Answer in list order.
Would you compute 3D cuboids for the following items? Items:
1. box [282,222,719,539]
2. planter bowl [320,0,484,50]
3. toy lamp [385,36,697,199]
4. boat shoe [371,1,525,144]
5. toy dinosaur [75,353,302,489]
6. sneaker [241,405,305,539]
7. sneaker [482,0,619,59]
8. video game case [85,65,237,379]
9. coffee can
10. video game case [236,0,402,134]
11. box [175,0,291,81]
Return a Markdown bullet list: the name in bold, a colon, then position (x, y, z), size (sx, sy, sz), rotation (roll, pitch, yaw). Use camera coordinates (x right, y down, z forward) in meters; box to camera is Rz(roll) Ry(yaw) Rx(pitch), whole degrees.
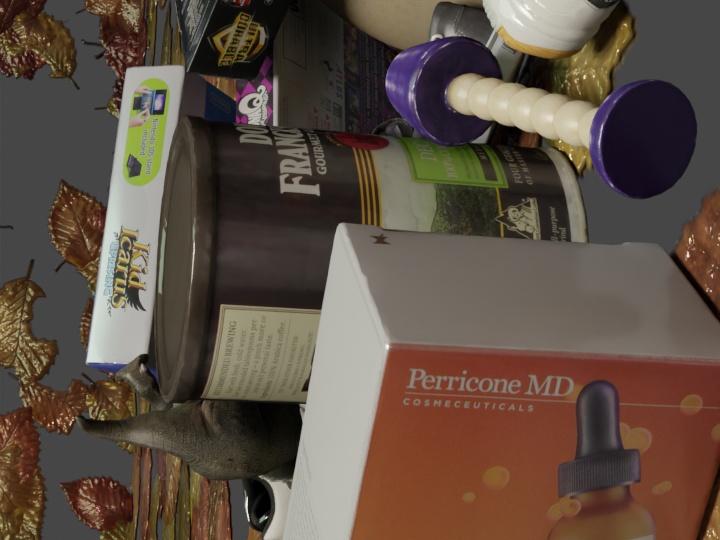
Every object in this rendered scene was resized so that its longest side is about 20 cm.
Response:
- **box**: position (0.055, 0.094, 0.667), size (0.106, 0.152, 0.200), rotation (-110, 27, -60)
- **planter bowl**: position (0.022, -0.225, 0.918), size (0.200, 0.135, 0.201), rotation (-177, 90, -76)
- **toy lamp**: position (0.073, -0.077, 0.733), size (0.200, 0.058, 0.058), rotation (26, 113, 60)
- **boat shoe**: position (0.039, -0.072, 0.907), size (0.200, 0.066, 0.070), rotation (110, -174, -46)
- **toy dinosaur**: position (-0.072, 0.081, 0.863), size (0.077, 0.200, 0.102), rotation (-50, 63, 10)
- **sneaker**: position (-0.031, 0.163, 1.005), size (0.074, 0.080, 0.200), rotation (10, 133, 56)
- **sneaker**: position (0.089, -0.208, 0.769), size (0.088, 0.076, 0.200), rotation (-45, 59, 52)
- **video game case**: position (-0.090, -0.011, 0.982), size (0.200, 0.045, 0.182), rotation (29, -115, -62)
- **coffee can**: position (0.000, 0.000, 0.813), size (0.146, 0.200, 0.147), rotation (-176, 90, -76)
- **video game case**: position (-0.013, -0.063, 0.983), size (0.036, 0.181, 0.200), rotation (-12, 70, 32)
- **box**: position (-0.060, -0.230, 0.866), size (0.200, 0.046, 0.159), rotation (121, 145, -47)
